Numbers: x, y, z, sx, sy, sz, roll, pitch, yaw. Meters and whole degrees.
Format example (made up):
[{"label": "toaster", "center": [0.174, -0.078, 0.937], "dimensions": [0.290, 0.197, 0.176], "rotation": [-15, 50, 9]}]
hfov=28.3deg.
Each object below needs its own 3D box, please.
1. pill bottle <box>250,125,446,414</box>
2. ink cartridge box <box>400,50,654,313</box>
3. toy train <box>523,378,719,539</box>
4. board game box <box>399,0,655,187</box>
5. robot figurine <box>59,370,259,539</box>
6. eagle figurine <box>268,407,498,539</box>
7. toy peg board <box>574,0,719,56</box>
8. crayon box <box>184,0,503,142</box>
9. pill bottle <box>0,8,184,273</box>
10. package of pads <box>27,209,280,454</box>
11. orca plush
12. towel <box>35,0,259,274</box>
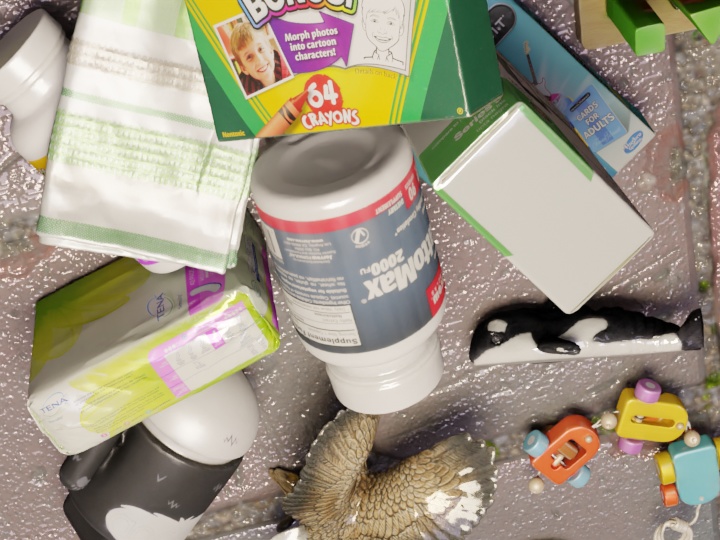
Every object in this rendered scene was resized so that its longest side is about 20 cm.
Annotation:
[{"label": "pill bottle", "center": [0.000, 0.000, 1.052], "dimensions": [0.118, 0.120, 0.202], "rotation": [-16, 124, 0]}, {"label": "ink cartridge box", "center": [0.103, -0.084, 1.005], "dimensions": [0.084, 0.201, 0.146], "rotation": [-44, 117, 13]}, {"label": "toy train", "center": [0.249, 0.170, 1.318], "dimensions": [0.199, 0.056, 0.151], "rotation": [33, 111, -21]}, {"label": "board game box", "center": [0.111, -0.121, 1.128], "dimensions": [0.199, 0.047, 0.151], "rotation": [36, 108, -26]}, {"label": "robot figurine", "center": [-0.170, 0.151, 1.198], "dimensions": [0.124, 0.151, 0.201], "rotation": [34, 111, -7]}, {"label": "eagle figurine", "center": [-0.001, 0.183, 1.229], "dimensions": [0.150, 0.199, 0.153], "rotation": [-15, 83, -37]}, {"label": "toy peg board", "center": [0.259, -0.260, 1.043], "dimensions": [0.197, 0.098, 0.201], "rotation": [-11, 121, -3]}, {"label": "crayon box", "center": [-0.021, -0.180, 0.909], "dimensions": [0.198, 0.058, 0.175], "rotation": [-2, 110, 33]}, {"label": "pill bottle", "center": [-0.187, -0.097, 1.061], "dimensions": [0.104, 0.105, 0.200], "rotation": [-38, 118, 13]}, {"label": "package of pads", "center": [-0.162, 0.044, 1.116], "dimensions": [0.198, 0.155, 0.069], "rotation": [-27, 121, 7]}, {"label": "orca plush", "center": [0.190, 0.038, 1.218], "dimensions": [0.197, 0.105, 0.072], "rotation": [-6, 83, 21]}, {"label": "towel", "center": [-0.138, -0.104, 0.999], "dimensions": [0.147, 0.031, 0.203], "rotation": [9, 103, -21]}]
